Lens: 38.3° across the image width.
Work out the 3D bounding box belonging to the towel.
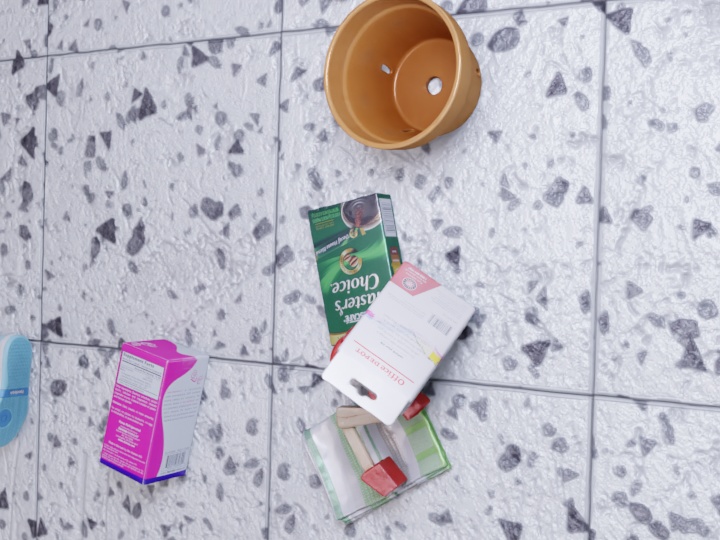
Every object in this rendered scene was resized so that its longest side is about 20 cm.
[{"bbox_3d":[0.017,0.255,1.466,0.200,0.031,0.149,-33,75,26],"label":"towel"}]

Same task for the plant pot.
[{"bbox_3d":[0.071,-0.255,1.370,0.200,0.140,0.201,1,91,31],"label":"plant pot"}]

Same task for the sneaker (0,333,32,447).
[{"bbox_3d":[-0.656,0.207,1.837,0.130,0.080,0.200,7,84,28],"label":"sneaker"}]

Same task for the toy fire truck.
[{"bbox_3d":[0.016,0.190,1.414,0.200,0.049,0.141,47,107,12],"label":"toy fire truck"}]

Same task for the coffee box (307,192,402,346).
[{"bbox_3d":[0.000,0.000,1.467,0.123,0.044,0.200,-12,85,29],"label":"coffee box"}]

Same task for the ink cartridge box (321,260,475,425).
[{"bbox_3d":[0.045,0.102,1.350,0.116,0.068,0.200,35,66,8],"label":"ink cartridge box"}]

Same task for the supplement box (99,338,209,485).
[{"bbox_3d":[-0.322,0.217,1.625,0.103,0.101,0.200,18,99,30],"label":"supplement box"}]
